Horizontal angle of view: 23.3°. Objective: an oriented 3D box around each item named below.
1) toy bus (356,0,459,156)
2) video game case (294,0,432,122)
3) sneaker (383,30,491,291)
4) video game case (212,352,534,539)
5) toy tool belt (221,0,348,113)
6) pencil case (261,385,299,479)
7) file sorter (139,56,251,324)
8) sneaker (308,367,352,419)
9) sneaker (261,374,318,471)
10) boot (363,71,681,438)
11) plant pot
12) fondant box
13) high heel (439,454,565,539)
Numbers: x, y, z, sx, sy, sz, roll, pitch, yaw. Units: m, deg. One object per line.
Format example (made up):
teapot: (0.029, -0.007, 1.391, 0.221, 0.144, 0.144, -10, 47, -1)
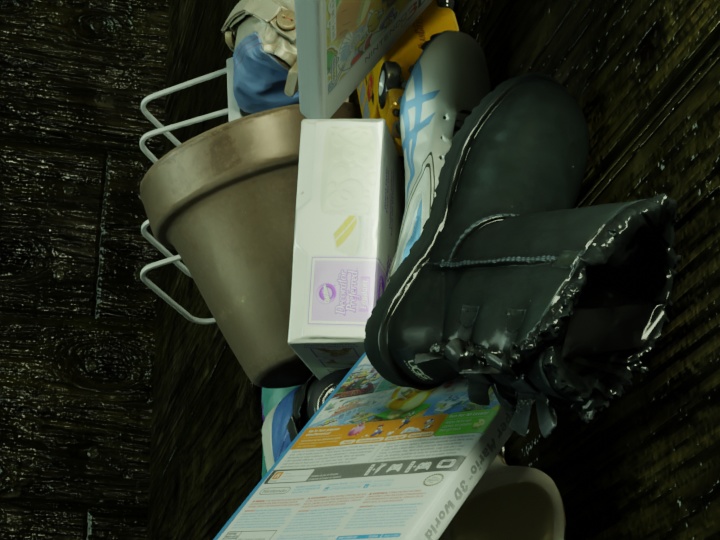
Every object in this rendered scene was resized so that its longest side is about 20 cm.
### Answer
toy bus: (0.032, -0.145, 1.214, 0.201, 0.064, 0.079, -100, 19, -49)
video game case: (0.020, -0.212, 1.068, 0.182, 0.023, 0.201, -51, -21, -27)
sneaker: (0.059, -0.049, 1.077, 0.072, 0.071, 0.202, -3, 79, 52)
video game case: (0.016, 0.088, 0.888, 0.142, 0.018, 0.200, -11, 29, 45)
toy tool belt: (-0.069, -0.180, 1.573, 0.200, 0.124, 0.124, 123, 158, -67)
pencil case: (-0.045, 0.120, 1.431, 0.092, 0.084, 0.202, 141, 133, -63)
file sorter: (-0.133, -0.071, 1.668, 0.139, 0.123, 0.202, 46, -146, -55)
sneaker: (0.019, 0.156, 1.107, 0.083, 0.071, 0.202, 101, 153, -67)
sneaker: (-0.017, 0.173, 1.295, 0.111, 0.076, 0.202, 131, 134, -54)
boot: (0.092, -0.016, 0.849, 0.162, 0.073, 0.199, -3, 52, 60)
plant pot: (-0.053, -0.010, 1.339, 0.200, 0.198, 0.176, 124, 131, -66)
fondant box: (0.000, 0.000, 1.165, 0.200, 0.058, 0.146, 57, -145, -72)
high heel: (0.068, 0.158, 0.966, 0.143, 0.071, 0.201, 94, 171, -49)
